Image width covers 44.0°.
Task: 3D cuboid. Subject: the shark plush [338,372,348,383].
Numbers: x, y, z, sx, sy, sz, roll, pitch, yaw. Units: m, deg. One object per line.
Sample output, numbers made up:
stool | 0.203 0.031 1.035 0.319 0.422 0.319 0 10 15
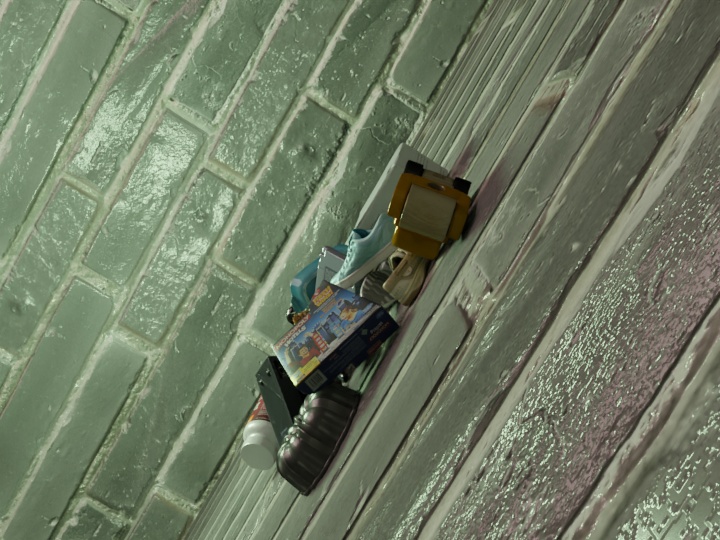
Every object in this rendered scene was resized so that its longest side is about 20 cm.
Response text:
shark plush | -0.082 0.183 1.828 0.091 0.198 0.085 -36 -56 -40

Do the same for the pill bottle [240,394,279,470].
pill bottle | -0.213 0.372 2.129 0.114 0.112 0.201 -56 6 38

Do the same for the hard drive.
hard drive | -0.148 0.276 1.751 0.042 0.203 0.135 -14 -18 -25

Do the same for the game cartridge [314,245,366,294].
game cartridge | -0.043 0.066 1.820 0.133 0.040 0.204 31 121 46

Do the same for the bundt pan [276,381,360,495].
bundt pan | -0.081 0.278 1.534 0.204 0.075 0.202 -59 4 7

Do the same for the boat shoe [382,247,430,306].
boat shoe | 0.086 -0.018 1.591 0.072 0.064 0.201 -56 7 39

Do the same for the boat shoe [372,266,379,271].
boat shoe | -0.001 0.002 1.829 0.074 0.063 0.202 -57 1 -39

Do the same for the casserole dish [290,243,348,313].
casserole dish | -0.063 0.029 1.924 0.199 0.122 0.039 -37 23 -25

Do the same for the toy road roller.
toy road roller | 0.107 -0.082 1.485 0.200 0.121 0.148 -65 -7 -66

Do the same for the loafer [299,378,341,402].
loafer | -0.106 0.239 1.785 0.199 0.070 0.074 -27 46 58

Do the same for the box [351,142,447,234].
box | 0.088 -0.147 1.953 0.202 0.129 0.199 -58 5 21

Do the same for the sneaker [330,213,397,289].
sneaker | 0.001 -0.037 1.689 0.199 0.082 0.074 -39 1 27

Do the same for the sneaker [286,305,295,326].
sneaker | -0.089 0.064 1.997 0.197 0.091 0.070 -15 -34 -28

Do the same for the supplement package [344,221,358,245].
supplement package | 0.004 -0.019 2.150 0.202 0.116 0.117 -58 4 24

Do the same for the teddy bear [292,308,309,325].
teddy bear | -0.064 0.136 1.719 0.067 0.199 0.145 -51 -42 -10

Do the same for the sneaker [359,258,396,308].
sneaker | 0.044 0.043 1.726 0.083 0.074 0.200 -64 -9 27

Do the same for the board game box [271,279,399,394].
board game box | -0.055 0.107 1.577 0.200 0.062 0.200 -42 31 -1
